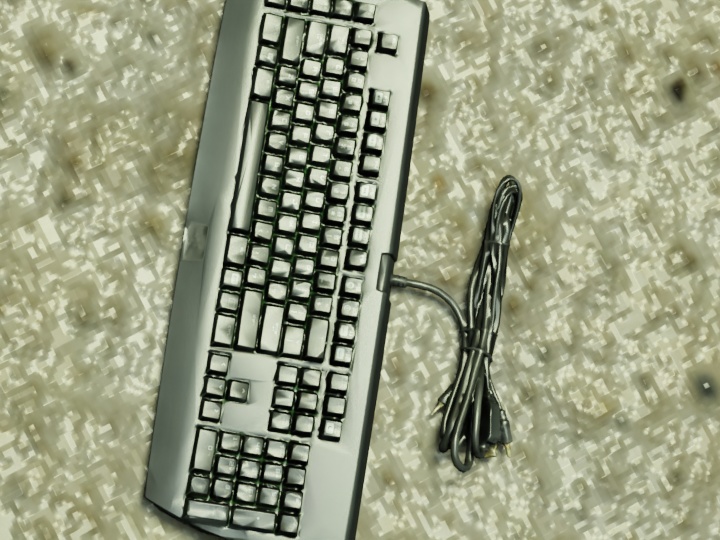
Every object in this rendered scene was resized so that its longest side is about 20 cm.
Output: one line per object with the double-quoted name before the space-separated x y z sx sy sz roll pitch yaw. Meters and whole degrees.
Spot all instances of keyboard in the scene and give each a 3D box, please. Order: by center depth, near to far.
"keyboard" 0.000 0.000 0.793 0.126 0.021 0.202 10 79 -9
